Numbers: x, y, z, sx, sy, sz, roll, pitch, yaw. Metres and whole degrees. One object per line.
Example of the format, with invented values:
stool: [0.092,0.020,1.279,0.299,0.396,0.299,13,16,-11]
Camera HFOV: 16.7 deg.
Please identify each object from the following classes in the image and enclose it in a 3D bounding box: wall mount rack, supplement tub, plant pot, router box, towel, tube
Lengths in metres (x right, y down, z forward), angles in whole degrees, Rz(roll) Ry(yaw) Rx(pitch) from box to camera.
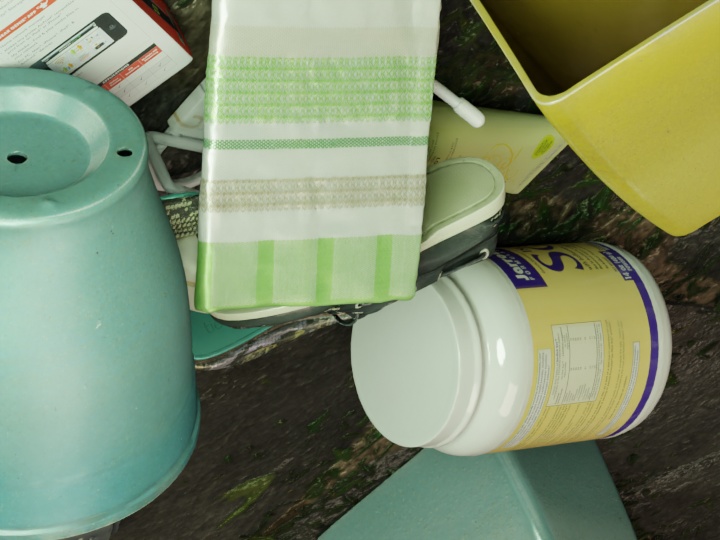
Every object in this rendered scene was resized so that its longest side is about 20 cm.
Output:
wall mount rack: [-0.031,-0.088,1.470,0.173,0.075,0.200,9,133,-48]
supplement tub: [0.107,0.055,1.744,0.199,0.146,0.146,-4,142,-38]
plant pot: [-0.181,0.005,1.282,0.199,0.200,0.189,-15,132,-24]
plant pot: [0.184,-0.144,1.402,0.199,0.200,0.177,-32,133,4]
router box: [-0.214,-0.110,1.302,0.199,0.049,0.179,-34,150,8]
towel: [-0.026,-0.079,1.373,0.148,0.031,0.202,-1,103,-31]
plant pot: [0.123,0.258,2.015,0.196,0.201,0.195,-41,148,20]
tube: [0.071,-0.082,1.602,0.058,0.052,0.199,4,180,38]

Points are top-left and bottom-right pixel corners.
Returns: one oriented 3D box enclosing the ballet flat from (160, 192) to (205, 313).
ballet flat: [-0.072,-0.015,1.413,0.199,0.076,0.068,-15,146,-17]

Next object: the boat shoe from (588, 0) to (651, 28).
boat shoe: [0.168,-0.150,1.562,0.068,0.075,0.201,-24,140,-8]

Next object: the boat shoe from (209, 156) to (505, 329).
boat shoe: [-0.001,-0.002,1.485,0.198,0.075,0.066,-27,137,-17]

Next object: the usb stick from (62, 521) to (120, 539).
usb stick: [-0.267,0.202,1.754,0.199,0.033,0.056,-16,147,-24]

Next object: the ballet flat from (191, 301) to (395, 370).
ballet flat: [-0.044,0.012,1.640,0.199,0.072,0.072,-21,150,-14]
